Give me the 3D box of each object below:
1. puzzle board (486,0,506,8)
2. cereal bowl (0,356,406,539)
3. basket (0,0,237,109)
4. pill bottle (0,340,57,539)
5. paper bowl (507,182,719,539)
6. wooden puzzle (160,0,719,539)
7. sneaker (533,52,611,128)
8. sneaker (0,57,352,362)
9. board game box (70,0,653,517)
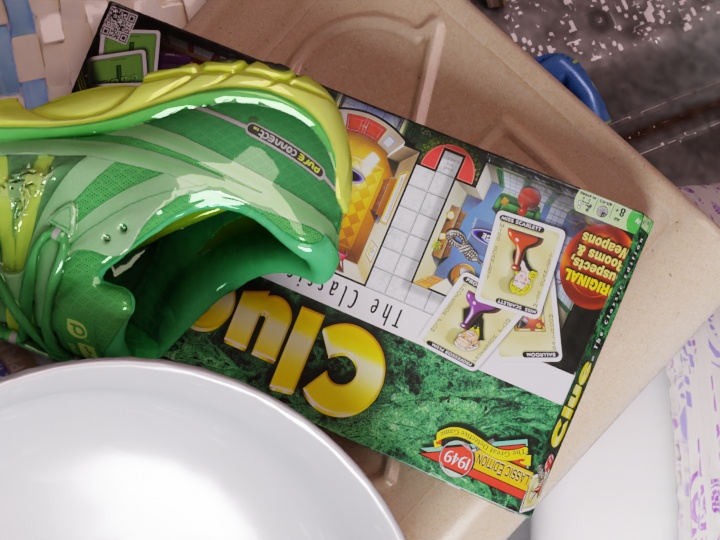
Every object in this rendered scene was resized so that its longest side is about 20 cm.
[{"bbox_3d":[0.048,-0.221,0.943,0.017,0.200,0.152,3,71,12],"label":"puzzle board"},{"bbox_3d":[-0.081,0.126,0.690,0.199,0.083,0.201,2,85,-22],"label":"cereal bowl"},{"bbox_3d":[-0.071,-0.088,0.869,0.199,0.139,0.177,-13,112,-23],"label":"basket"},{"bbox_3d":[-0.184,0.093,0.753,0.199,0.116,0.116,-25,83,-24],"label":"pill bottle"},{"bbox_3d":[0.104,0.070,0.841,0.104,0.201,0.202,-2,75,-6],"label":"paper bowl"},{"bbox_3d":[0.000,0.000,0.781,0.200,0.046,0.185,44,96,15],"label":"wooden puzzle"},{"bbox_3d":[0.073,-0.042,0.901,0.076,0.105,0.200,59,34,1],"label":"sneaker"},{"bbox_3d":[-0.098,-0.006,0.710,0.199,0.074,0.084,-16,62,7],"label":"sneaker"},{"bbox_3d":[-0.015,-0.006,0.751,0.199,0.023,0.105,22,91,17],"label":"board game box"}]
